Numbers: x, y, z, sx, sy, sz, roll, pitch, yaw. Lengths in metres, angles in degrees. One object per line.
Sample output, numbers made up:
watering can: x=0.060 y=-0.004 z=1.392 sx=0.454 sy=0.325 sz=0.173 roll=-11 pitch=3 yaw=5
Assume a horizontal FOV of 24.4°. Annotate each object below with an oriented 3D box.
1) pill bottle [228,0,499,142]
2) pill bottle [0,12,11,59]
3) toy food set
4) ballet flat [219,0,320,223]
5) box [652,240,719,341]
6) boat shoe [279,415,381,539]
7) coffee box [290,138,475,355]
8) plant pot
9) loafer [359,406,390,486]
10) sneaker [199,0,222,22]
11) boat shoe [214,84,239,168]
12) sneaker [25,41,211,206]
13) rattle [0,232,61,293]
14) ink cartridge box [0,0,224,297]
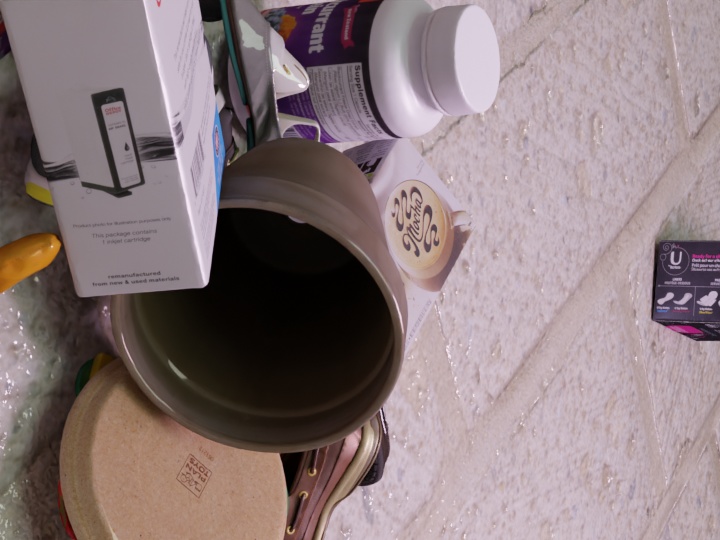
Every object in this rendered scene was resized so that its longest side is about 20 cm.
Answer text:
pill bottle: x=0.004 y=-0.161 z=1.329 sx=0.111 sy=0.199 sz=0.112 roll=5 pitch=84 yaw=-61
pill bottle: x=-0.229 y=-0.196 z=1.016 sx=0.200 sy=0.111 sz=0.112 roll=-56 pitch=135 yaw=-46
toy food set: x=-0.129 y=0.150 z=1.173 sx=0.199 sy=0.049 sz=0.199 roll=31 pitch=52 yaw=-30
ballet flat: x=-0.065 y=-0.126 z=1.277 sx=0.067 sy=0.063 sz=0.202 roll=-105 pitch=-173 yaw=-69
box: x=0.499 y=0.030 z=2.297 sx=0.200 sy=0.131 sz=0.116 roll=19 pitch=74 yaw=-60
boat shoe: x=-0.060 y=0.185 z=1.307 sx=0.067 sy=0.072 sz=0.201 roll=26 pitch=99 yaw=-28
coffee box: x=0.000 y=0.000 z=1.354 sx=0.113 sy=0.079 sz=0.201 roll=50 pitch=50 yaw=-24
plant pot: x=-0.055 y=-0.003 z=1.165 sx=0.174 sy=0.198 sz=0.201 roll=-72 pitch=148 yaw=-57
loafer: x=-0.009 y=0.090 z=1.439 sx=0.071 sy=0.072 sz=0.202 roll=-38 pitch=121 yaw=-53
sneaker: x=-0.115 y=-0.289 z=1.254 sx=0.074 sy=0.084 sz=0.202 roll=-25 pitch=110 yaw=-58
boat shoe: x=-0.142 y=-0.062 z=1.210 sx=0.061 sy=0.071 sz=0.202 roll=66 pitch=34 yaw=-28
sneaker: x=-0.157 y=-0.123 z=1.140 sx=0.200 sy=0.074 sz=0.085 roll=-58 pitch=165 yaw=-44
rattle: x=-0.230 y=0.088 z=0.986 sx=0.130 sy=0.142 sz=0.202 roll=47 pitch=40 yaw=-75
ink cartridge box: x=-0.137 y=-0.109 z=0.967 sx=0.146 sy=0.084 sz=0.201 roll=-88 pitch=172 yaw=-54
